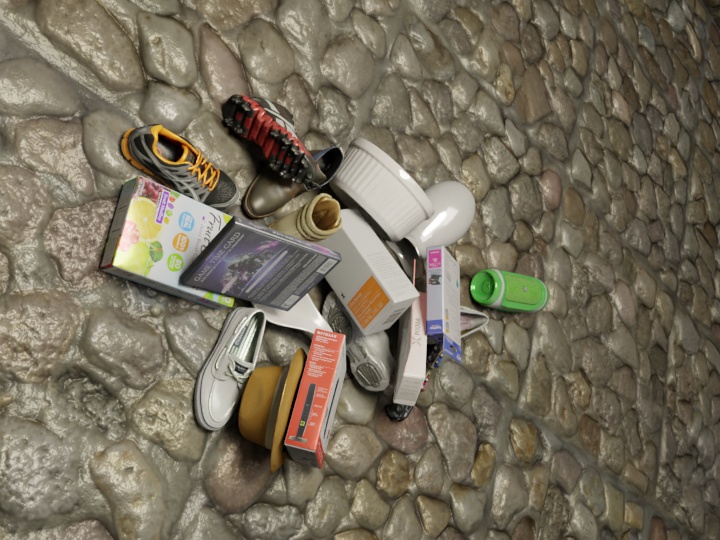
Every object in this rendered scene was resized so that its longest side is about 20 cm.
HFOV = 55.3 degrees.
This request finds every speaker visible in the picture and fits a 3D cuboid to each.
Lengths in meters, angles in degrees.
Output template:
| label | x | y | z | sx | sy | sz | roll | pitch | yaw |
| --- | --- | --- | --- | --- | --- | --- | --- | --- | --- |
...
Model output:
| label | x | y | z | sx | sy | sz | roll | pitch | yaw |
| --- | --- | --- | --- | --- | --- | --- | --- | --- | --- |
| speaker | 0.340 | 0.048 | 1.554 | 0.199 | 0.088 | 0.089 | 10 | 75 | -40 |

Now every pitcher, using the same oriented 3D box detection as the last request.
| label | x | y | z | sx | sy | sz | roll | pitch | yaw |
| --- | --- | --- | --- | --- | --- | --- | --- | --- | --- |
| pitcher | 0.126 | -0.110 | 1.384 | 0.172 | 0.121 | 0.200 | 48 | 64 | -5 |

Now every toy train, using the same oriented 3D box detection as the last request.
| label | x | y | z | sx | sy | sz | roll | pitch | yaw |
| --- | --- | --- | --- | --- | --- | --- | --- | --- | --- |
| toy train | 0.116 | 0.217 | 1.354 | 0.046 | 0.034 | 0.200 | 55 | 52 | -24 |

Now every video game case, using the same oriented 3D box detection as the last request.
| label | x | y | z | sx | sy | sz | roll | pitch | yaw |
| --- | --- | --- | --- | --- | --- | --- | --- | --- | --- |
| video game case | -0.146 | -0.004 | 1.032 | 0.200 | 0.143 | 0.019 | 20 | 39 | -41 |

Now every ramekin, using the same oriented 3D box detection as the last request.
| label | x | y | z | sx | sy | sz | roll | pitch | yaw |
| --- | --- | --- | --- | --- | --- | --- | --- | --- | --- |
| ramekin | 0.031 | -0.138 | 1.246 | 0.094 | 0.202 | 0.202 | -47 | 116 | -3 |

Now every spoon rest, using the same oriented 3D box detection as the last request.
| label | x | y | z | sx | sy | sz | roll | pitch | yaw |
| --- | --- | --- | --- | --- | --- | --- | --- | --- | --- |
| spoon rest | -0.108 | 0.073 | 1.165 | 0.200 | 0.060 | 0.100 | 48 | 54 | -25 |

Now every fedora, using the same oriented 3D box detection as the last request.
| label | x | y | z | sx | sy | sz | roll | pitch | yaw |
| --- | --- | --- | --- | --- | --- | --- | --- | --- | --- |
| fedora | -0.138 | 0.210 | 1.066 | 0.081 | 0.201 | 0.201 | 13 | 67 | 4 |

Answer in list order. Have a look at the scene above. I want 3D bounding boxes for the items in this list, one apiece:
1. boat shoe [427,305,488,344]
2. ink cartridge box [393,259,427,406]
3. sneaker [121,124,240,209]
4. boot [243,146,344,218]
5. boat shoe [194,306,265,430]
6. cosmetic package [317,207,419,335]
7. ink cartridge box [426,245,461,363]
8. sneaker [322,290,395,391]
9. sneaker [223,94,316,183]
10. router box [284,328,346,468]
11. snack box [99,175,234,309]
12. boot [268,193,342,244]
| label | x | y | z | sx | sy | sz | roll | pitch | yaw |
| --- | --- | --- | --- | --- | --- | --- | --- | --- | --- |
| boat shoe | 0.190 | 0.109 | 1.398 | 0.202 | 0.065 | 0.075 | -3 | 94 | -54 |
| ink cartridge box | 0.098 | 0.112 | 1.238 | 0.044 | 0.177 | 0.201 | 9 | 47 | -2 |
| sneaker | -0.266 | -0.157 | 1.058 | 0.200 | 0.077 | 0.079 | 29 | 62 | -36 |
| boot | -0.113 | -0.161 | 1.181 | 0.200 | 0.097 | 0.075 | -46 | 111 | -38 |
| boat shoe | -0.200 | 0.147 | 1.063 | 0.073 | 0.067 | 0.201 | 26 | 65 | -35 |
| cosmetic package | 0.000 | 0.000 | 1.189 | 0.071 | 0.102 | 0.200 | -12 | 60 | -47 |
| ink cartridge box | 0.156 | 0.066 | 1.288 | 0.119 | 0.042 | 0.201 | 37 | 48 | -61 |
| sneaker | 0.000 | 0.117 | 1.255 | 0.201 | 0.078 | 0.099 | 63 | 32 | -12 |
| sneaker | -0.135 | -0.225 | 1.154 | 0.200 | 0.071 | 0.098 | 44 | 36 | 13 |
| router box | -0.067 | 0.209 | 1.094 | 0.049 | 0.200 | 0.180 | 13 | 68 | 5 |
| snack box | -0.274 | -0.038 | 1.041 | 0.200 | 0.053 | 0.143 | 25 | 67 | -38 |
| boot | -0.090 | -0.072 | 1.119 | 0.073 | 0.155 | 0.200 | 58 | 27 | -4 |
